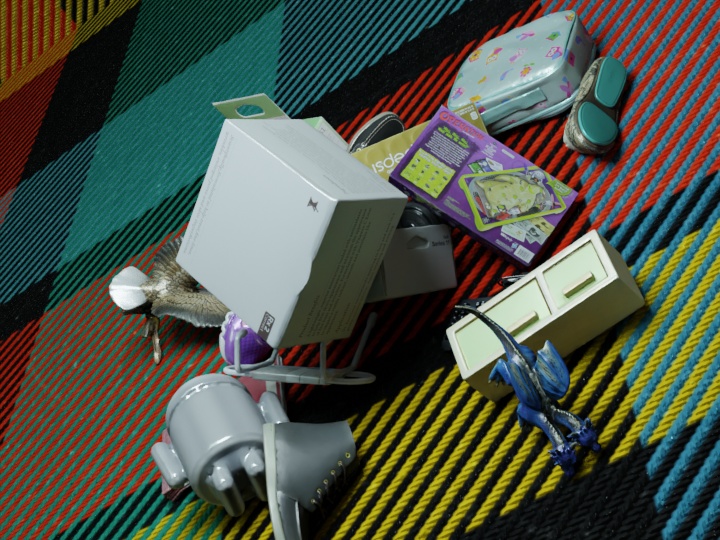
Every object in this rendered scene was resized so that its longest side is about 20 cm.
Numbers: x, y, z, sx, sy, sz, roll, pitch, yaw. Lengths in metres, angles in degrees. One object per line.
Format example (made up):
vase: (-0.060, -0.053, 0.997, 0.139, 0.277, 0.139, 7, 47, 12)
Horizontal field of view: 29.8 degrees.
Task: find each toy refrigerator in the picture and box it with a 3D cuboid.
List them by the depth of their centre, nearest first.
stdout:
toy refrigerator: (0.193, 0.049, 1.445, 0.200, 0.070, 0.076, -35, 44, 19)

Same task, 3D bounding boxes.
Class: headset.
headset: (0.100, -0.095, 1.750, 0.123, 0.094, 0.200, -38, 14, -7)

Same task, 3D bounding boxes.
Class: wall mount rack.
wall mount rack: (-0.066, 0.095, 1.686, 0.200, 0.075, 0.174, 3, 6, 21)

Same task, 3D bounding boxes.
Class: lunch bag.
lunch bag: (0.219, -0.261, 1.858, 0.200, 0.077, 0.161, -19, 37, 36)

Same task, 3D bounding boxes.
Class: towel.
towel: (-0.179, 0.204, 1.772, 0.200, 0.023, 0.144, -35, 29, 12)

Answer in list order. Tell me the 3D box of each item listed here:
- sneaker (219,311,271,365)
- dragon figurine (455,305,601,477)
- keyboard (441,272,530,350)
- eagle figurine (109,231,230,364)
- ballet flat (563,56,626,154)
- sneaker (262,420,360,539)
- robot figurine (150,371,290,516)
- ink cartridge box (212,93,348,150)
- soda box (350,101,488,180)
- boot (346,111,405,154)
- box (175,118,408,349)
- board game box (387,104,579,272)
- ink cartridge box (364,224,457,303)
sneaker: (-0.107, 0.055, 1.835, 0.200, 0.081, 0.088, -50, 37, -15)
dragon figurine: (0.172, 0.108, 1.347, 0.059, 0.200, 0.099, -26, -4, -12)
keyboard: (0.174, 0.039, 1.541, 0.200, 0.040, 0.104, -7, 45, 45)
eagle figurine: (-0.251, 0.027, 1.999, 0.200, 0.152, 0.151, -25, 12, 38)
ballet flat: (0.290, -0.193, 1.704, 0.075, 0.068, 0.200, -46, 14, 42)
sneaker: (-0.048, 0.249, 1.498, 0.106, 0.075, 0.200, -8, 54, -3)
robot figurine: (-0.169, 0.203, 1.638, 0.169, 0.113, 0.200, -22, 42, -11)
ink cartridge box: (-0.112, -0.211, 2.069, 0.145, 0.200, 0.048, -1, 50, 51)
soda box: (0.070, -0.149, 1.787, 0.200, 0.068, 0.064, -24, -3, -3)
boot: (0.021, -0.132, 1.929, 0.200, 0.073, 0.151, -50, 28, -6)
box: (-0.083, -0.047, 1.574, 0.200, 0.131, 0.199, 38, 117, 32)
board game box: (0.147, -0.099, 1.628, 0.120, 0.200, 0.032, -53, -9, -16)
ink cartridge box: (0.000, 0.000, 1.688, 0.200, 0.083, 0.146, -11, -2, 43)
